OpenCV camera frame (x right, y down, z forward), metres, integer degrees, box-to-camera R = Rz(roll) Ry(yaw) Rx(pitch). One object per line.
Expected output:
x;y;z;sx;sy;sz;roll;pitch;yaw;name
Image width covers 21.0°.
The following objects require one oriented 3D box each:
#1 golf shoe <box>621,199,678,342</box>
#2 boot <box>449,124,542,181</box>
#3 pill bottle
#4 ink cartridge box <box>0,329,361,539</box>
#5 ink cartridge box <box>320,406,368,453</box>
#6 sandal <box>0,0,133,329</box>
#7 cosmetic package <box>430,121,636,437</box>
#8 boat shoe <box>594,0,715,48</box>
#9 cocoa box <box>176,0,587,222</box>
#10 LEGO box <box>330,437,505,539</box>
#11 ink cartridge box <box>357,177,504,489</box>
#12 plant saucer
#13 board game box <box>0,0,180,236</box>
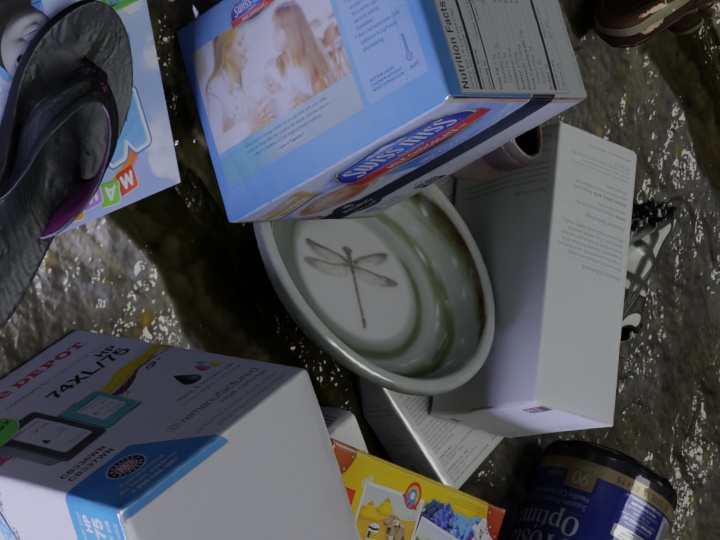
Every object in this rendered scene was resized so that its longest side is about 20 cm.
0.189;0.004;1.493;0.200;0.077;0.095;-34;124;-54;golf shoe
0.058;-0.158;1.276;0.070;0.146;0.201;-24;110;-38;boot
0.159;0.241;1.479;0.112;0.111;0.201;41;66;-43;pill bottle
-0.126;0.139;1.082;0.146;0.199;0.147;-36;120;-38;ink cartridge box
-0.038;0.218;1.306;0.162;0.057;0.201;-41;120;-36;ink cartridge box
-0.169;-0.054;1.064;0.075;0.048;0.202;36;71;-44;sandal
0.121;0.010;1.352;0.081;0.113;0.202;16;75;-35;cosmetic package
0.256;-0.219;1.546;0.202;0.074;0.075;-42;131;-36;boat shoe
0.009;-0.124;1.168;0.131;0.199;0.134;-6;75;-46;cocoa box
-0.008;0.194;1.246;0.200;0.077;0.150;27;79;-50;LEGO box
0.049;0.036;1.390;0.161;0.050;0.201;-43;107;-35;ink cartridge box
0.000;0.000;1.274;0.199;0.050;0.201;26;44;-28;plant saucer
-0.183;-0.123;1.100;0.151;0.036;0.201;-28;117;-42;board game box
